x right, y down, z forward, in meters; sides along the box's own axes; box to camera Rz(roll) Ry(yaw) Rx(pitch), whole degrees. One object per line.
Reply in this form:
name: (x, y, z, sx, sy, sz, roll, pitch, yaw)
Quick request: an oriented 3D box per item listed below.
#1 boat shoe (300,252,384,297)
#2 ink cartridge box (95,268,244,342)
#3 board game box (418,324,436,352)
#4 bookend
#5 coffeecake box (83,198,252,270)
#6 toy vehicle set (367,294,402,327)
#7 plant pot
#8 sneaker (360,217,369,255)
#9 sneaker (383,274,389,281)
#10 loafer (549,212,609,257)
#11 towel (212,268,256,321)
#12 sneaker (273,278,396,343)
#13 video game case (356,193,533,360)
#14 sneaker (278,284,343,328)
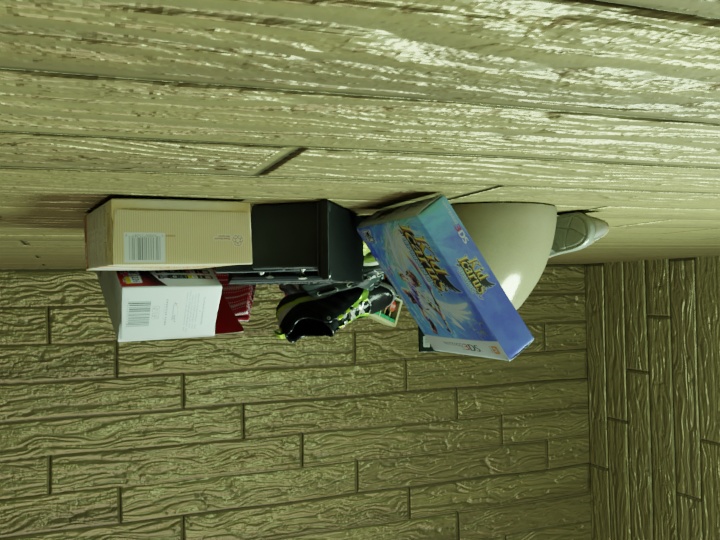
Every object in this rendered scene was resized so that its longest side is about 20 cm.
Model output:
boat shoe: (0.000, 0.001, 1.117, 0.199, 0.066, 0.075, -15, -151, 10)
ink cartridge box: (-0.269, 0.011, 1.050, 0.175, 0.084, 0.200, -1, -153, -29)
board game box: (0.153, 0.024, 1.125, 0.135, 0.200, 0.028, -1, -178, 12)
bookend: (-0.111, -0.029, 0.948, 0.198, 0.092, 0.200, -1, 178, 11)
coffeecake box: (-0.235, -0.038, 0.880, 0.153, 0.073, 0.200, -1, 179, -28)
toy vehicle set: (0.022, 0.017, 1.304, 0.026, 0.124, 0.200, 9, 169, 33)
plant pot: (0.163, -0.013, 0.992, 0.200, 0.135, 0.200, -1, 178, 0)
sneaker: (-0.037, -0.032, 1.076, 0.200, 0.077, 0.075, -4, 167, 17)
sneaker: (0.037, -0.016, 1.189, 0.200, 0.112, 0.078, 1, 177, -28)
loafer: (0.274, -0.046, 1.101, 0.063, 0.072, 0.200, -4, 178, -37)
towel: (-0.238, 0.006, 1.191, 0.144, 0.023, 0.200, 0, -138, 1)
sneaker: (-0.037, 0.073, 1.161, 0.200, 0.072, 0.083, -14, -137, -2)
video game case: (0.094, 0.012, 0.891, 0.045, 0.200, 0.181, -38, -168, -20)
sneaker: (-0.080, 0.045, 1.282, 0.095, 0.079, 0.200, 1, 157, 18)
